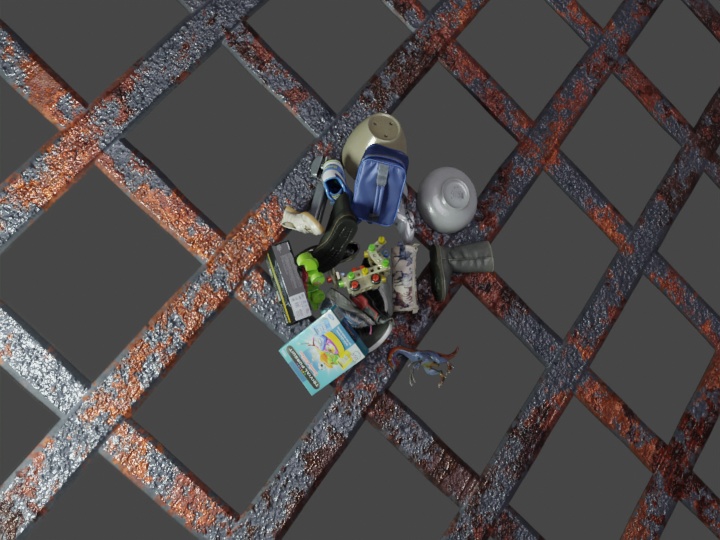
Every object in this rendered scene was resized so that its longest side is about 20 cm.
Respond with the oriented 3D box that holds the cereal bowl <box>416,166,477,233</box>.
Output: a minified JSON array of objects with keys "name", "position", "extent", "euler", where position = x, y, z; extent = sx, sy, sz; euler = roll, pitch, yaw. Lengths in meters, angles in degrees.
[{"name":"cereal bowl","position":[0.272,-0.221,1.815],"extent":[0.193,0.083,0.207],"euler":[3,78,-16]}]

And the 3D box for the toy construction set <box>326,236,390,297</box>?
[{"name":"toy construction set","position":[0.000,0.000,1.633],"extent":[0.195,0.093,0.134],"euler":[-24,62,1]}]

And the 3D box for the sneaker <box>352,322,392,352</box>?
[{"name":"sneaker","position":[-0.013,0.170,1.606],"extent":[0.197,0.071,0.100],"euler":[-29,113,19]}]

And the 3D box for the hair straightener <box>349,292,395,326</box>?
[{"name":"hair straightener","position":[0.045,0.101,1.605],"extent":[0.075,0.199,0.042],"euler":[14,100,-33]}]

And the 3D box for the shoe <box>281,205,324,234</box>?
[{"name":"shoe","position":[-0.158,-0.124,1.615],"extent":[0.054,0.199,0.070],"euler":[-50,125,-9]}]

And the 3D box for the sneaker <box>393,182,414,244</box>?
[{"name":"sneaker","position":[0.089,-0.172,1.756],"extent":[0.111,0.075,0.207],"euler":[-6,78,-17]}]

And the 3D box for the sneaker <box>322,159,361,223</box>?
[{"name":"sneaker","position":[-0.055,-0.204,1.679],"extent":[0.072,0.083,0.203],"euler":[-20,120,16]}]

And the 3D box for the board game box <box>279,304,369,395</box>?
[{"name":"board game box","position":[-0.097,0.211,1.577],"extent":[0.199,0.047,0.152],"euler":[-38,91,22]}]

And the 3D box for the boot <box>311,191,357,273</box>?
[{"name":"boot","position":[-0.076,-0.100,1.621],"extent":[0.076,0.200,0.140],"euler":[27,32,-29]}]

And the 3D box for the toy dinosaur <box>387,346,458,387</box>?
[{"name":"toy dinosaur","position":[0.170,0.259,1.721],"extent":[0.179,0.106,0.201],"euler":[33,35,4]}]

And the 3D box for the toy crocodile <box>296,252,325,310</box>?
[{"name":"toy crocodile","position":[-0.132,0.033,1.589],"extent":[0.060,0.203,0.068],"euler":[-16,53,-15]}]

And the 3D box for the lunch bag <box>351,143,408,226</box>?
[{"name":"lunch bag","position":[0.049,-0.221,1.619],"extent":[0.132,0.133,0.205],"euler":[13,120,3]}]

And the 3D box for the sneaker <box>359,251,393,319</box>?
[{"name":"sneaker","position":[0.050,0.044,1.713],"extent":[0.079,0.072,0.207],"euler":[16,60,-54]}]

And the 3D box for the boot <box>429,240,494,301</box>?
[{"name":"boot","position":[0.309,-0.001,1.802],"extent":[0.194,0.072,0.188],"euler":[2,81,-24]}]

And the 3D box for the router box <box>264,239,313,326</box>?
[{"name":"router box","position":[-0.193,0.038,1.584],"extent":[0.051,0.157,0.206],"euler":[-17,86,-18]}]

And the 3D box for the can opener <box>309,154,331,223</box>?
[{"name":"can opener","position":[-0.123,-0.234,1.720],"extent":[0.065,0.053,0.206],"euler":[10,76,18]}]

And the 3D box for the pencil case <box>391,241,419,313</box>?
[{"name":"pencil case","position":[0.130,0.024,1.722],"extent":[0.076,0.089,0.207],"euler":[6,78,-33]}]

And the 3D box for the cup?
[{"name":"cup","position":[0.053,-0.361,1.710],"extent":[0.193,0.144,0.206],"euler":[6,60,-9]}]

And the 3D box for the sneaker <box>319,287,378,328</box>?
[{"name":"sneaker","position":[-0.028,0.139,1.673],"extent":[0.198,0.078,0.087],"euler":[37,90,-5]}]

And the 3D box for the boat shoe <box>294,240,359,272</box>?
[{"name":"boat shoe","position":[-0.097,-0.044,1.679],"extent":[0.196,0.060,0.074],"euler":[-15,85,-19]}]
